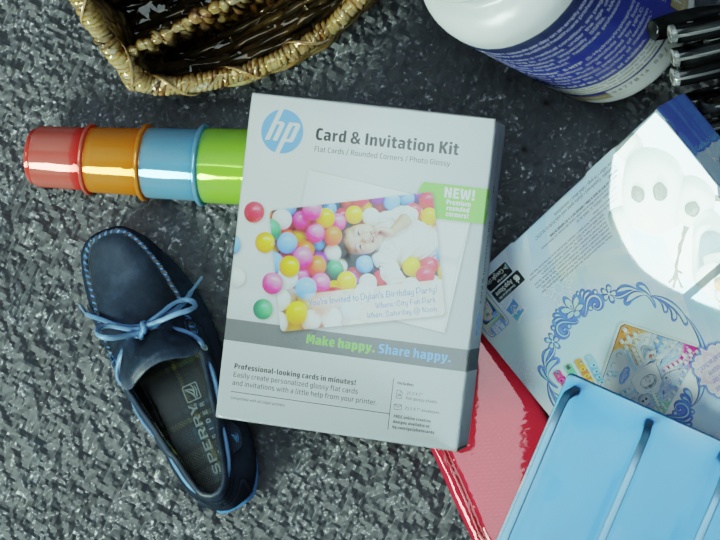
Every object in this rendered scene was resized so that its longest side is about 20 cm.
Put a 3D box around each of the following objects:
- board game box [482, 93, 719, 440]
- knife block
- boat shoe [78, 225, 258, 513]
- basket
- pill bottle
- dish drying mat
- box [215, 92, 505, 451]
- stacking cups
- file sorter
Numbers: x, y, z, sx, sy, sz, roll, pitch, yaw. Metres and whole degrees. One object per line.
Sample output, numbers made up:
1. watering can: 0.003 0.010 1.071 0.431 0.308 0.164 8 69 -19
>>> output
1. board game box: 0.183 0.034 1.098 0.199 0.043 0.200 52 130 7
2. knife block: 0.267 -0.151 1.111 0.175 0.064 0.201 33 89 -29
3. boat shoe: -0.118 0.057 1.184 0.084 0.069 0.201 -34 81 3
4. basket: -0.079 -0.193 1.158 0.199 0.149 0.144 -25 91 5
5. pill bottle: 0.103 -0.181 1.100 0.119 0.199 0.121 -9 74 36
6. dish drying mat: 0.075 0.089 1.180 0.076 0.018 0.201 -25 81 3
7. box: 0.000 0.000 1.131 0.155 0.041 0.202 7 90 12
8. stacking cups: -0.121 -0.072 1.202 0.198 0.061 0.061 5 84 8
9. file sorter: 0.175 0.163 1.016 0.199 0.123 0.140 24 94 9
